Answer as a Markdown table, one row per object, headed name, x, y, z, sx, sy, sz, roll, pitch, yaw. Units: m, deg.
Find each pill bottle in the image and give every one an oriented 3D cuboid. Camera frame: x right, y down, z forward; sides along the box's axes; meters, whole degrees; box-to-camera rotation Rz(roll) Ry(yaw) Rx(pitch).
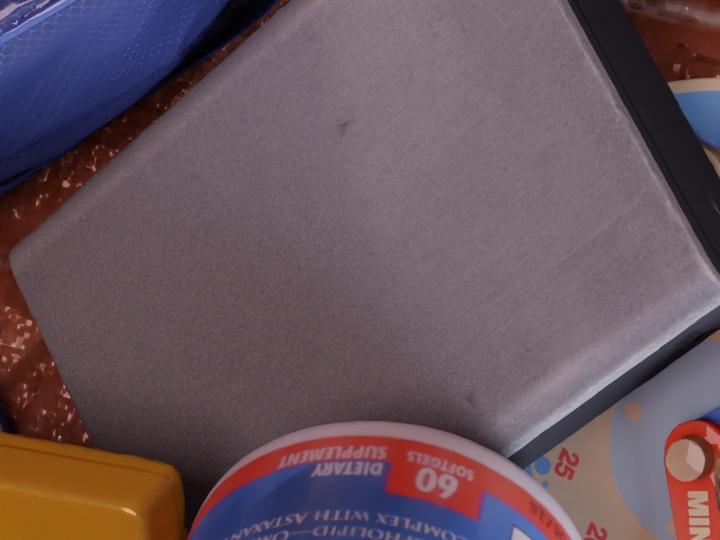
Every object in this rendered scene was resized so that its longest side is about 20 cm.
| name | x | y | z | sx | sy | sz | roll | pitch | yaw |
| --- | --- | --- | --- | --- | --- | --- | --- | --- | --- |
| pill bottle | -0.006 | 0.137 | 0.642 | 0.112 | 0.200 | 0.113 | 4 | 126 | 6 |

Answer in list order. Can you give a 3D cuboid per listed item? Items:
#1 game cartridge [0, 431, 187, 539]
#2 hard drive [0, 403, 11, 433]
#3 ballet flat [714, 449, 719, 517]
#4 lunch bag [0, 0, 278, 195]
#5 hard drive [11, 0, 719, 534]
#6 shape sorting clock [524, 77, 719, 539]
| name | x | y | z | sx | sy | sz | roll | pitch | yaw |
| --- | --- | --- | --- | --- | --- | --- | --- | --- | --- |
| game cartridge | -0.119 | 0.131 | 0.794 | 0.176 | 0.032 | 0.201 | 9 | 120 | 25 |
| hard drive | -0.197 | -0.008 | 0.875 | 0.132 | 0.025 | 0.201 | -24 | 81 | 23 |
| ballet flat | 0.156 | 0.116 | 0.661 | 0.070 | 0.065 | 0.200 | -38 | 95 | 15 |
| lunch bag | -0.126 | -0.091 | 0.777 | 0.200 | 0.132 | 0.136 | -31 | 77 | 6 |
| hard drive | 0.000 | 0.000 | 0.748 | 0.200 | 0.033 | 0.140 | -39 | 69 | 31 |
| shape sorting clock | 0.093 | 0.048 | 0.734 | 0.199 | 0.039 | 0.201 | 0 | 91 | 25 |
